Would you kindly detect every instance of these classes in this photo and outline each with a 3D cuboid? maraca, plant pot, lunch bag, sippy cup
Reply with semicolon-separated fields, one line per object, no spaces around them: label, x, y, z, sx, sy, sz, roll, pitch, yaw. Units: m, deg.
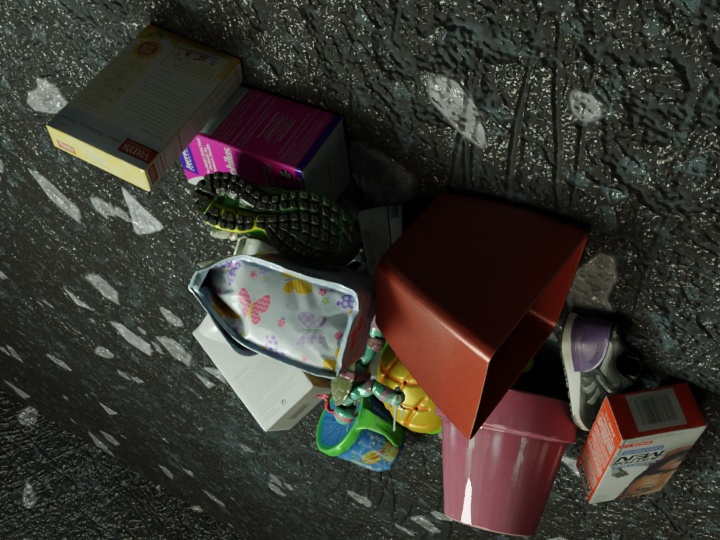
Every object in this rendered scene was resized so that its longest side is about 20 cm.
maraca;0.074;0.155;1.245;0.136;0.106;0.204;-20;94;52
plant pot;0.190;0.254;1.120;0.195;0.184;0.200;10;172;1
lunch bag;-0.087;0.042;0.973;0.196;0.130;0.169;20;-174;9
sippy cup;0.008;0.294;1.485;0.129;0.141;0.178;35;-169;-24
plant pot;0.122;0.033;0.948;0.175;0.200;0.202;33;151;21

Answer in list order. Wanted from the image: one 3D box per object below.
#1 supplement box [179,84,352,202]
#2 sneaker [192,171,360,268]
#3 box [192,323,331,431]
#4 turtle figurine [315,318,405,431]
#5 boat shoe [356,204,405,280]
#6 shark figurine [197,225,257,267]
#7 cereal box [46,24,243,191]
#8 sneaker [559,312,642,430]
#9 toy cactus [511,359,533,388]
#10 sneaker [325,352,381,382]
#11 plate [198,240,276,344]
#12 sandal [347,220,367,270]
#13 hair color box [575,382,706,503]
supplement box;-0.121;-0.147;1.008;0.196;0.104;0.102;22;148;23
sneaker;-0.090;-0.062;0.945;0.196;0.080;0.085;23;-177;6
box;-0.156;0.149;1.341;0.201;0.106;0.152;50;-178;13
turtle figurine;0.006;0.152;1.183;0.099;0.205;0.149;11;-173;-32
boat shoe;0.021;0.011;1.064;0.084;0.075;0.206;-2;126;7
shark figurine;-0.165;-0.060;1.100;0.090;0.127;0.215;48;158;9
cereal box;-0.249;-0.197;0.963;0.141;0.202;0.040;24;149;15
sneaker;0.308;0.140;1.023;0.086;0.077;0.202;5;139;30
toy cactus;0.153;0.119;1.139;0.195;0.104;0.166;7;151;24
sneaker;-0.058;0.130;1.355;0.197;0.081;0.116;33;148;-1
plate;-0.101;0.064;1.147;0.196;0.033;0.201;21;128;-26
sandal;0.000;0.001;1.153;0.075;0.043;0.201;30;149;7
hair color box;0.355;0.227;1.057;0.108;0.065;0.202;-9;145;-4
